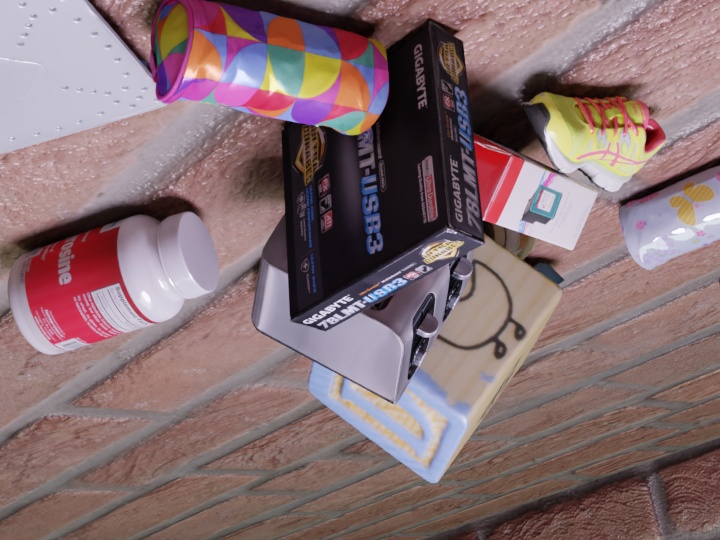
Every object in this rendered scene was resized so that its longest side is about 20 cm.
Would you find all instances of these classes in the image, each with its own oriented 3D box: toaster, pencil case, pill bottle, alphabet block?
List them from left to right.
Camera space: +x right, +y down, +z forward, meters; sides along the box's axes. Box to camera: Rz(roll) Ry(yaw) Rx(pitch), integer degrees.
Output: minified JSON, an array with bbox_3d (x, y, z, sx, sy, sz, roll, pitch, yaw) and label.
[{"bbox_3d":[-0.252,0.009,1.194,0.198,0.114,0.112,-17,158,16],"label":"pill bottle"},{"bbox_3d":[-0.069,-0.156,0.908,0.198,0.089,0.088,8,152,-36],"label":"pencil case"},{"bbox_3d":[0.000,0.000,1.127,0.198,0.181,0.119,27,142,12],"label":"toaster"},{"bbox_3d":[0.078,0.080,1.289,0.200,0.194,0.197,-50,170,-28],"label":"alphabet block"},{"bbox_3d":[0.401,-0.070,1.344,0.199,0.084,0.090,-26,152,33],"label":"pencil case"}]

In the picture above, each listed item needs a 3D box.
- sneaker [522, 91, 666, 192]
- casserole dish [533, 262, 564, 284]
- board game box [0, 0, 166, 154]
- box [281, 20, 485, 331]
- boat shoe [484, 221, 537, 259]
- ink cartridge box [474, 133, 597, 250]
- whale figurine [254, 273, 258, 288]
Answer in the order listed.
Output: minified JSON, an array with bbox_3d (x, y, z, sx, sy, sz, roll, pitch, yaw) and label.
[{"bbox_3d":[0.230,-0.140,1.116,0.090,0.079,0.199,-34,155,29],"label":"sneaker"},{"bbox_3d":[0.182,0.040,1.496,0.121,0.039,0.199,-31,178,42],"label":"casserole dish"},{"bbox_3d":[-0.275,-0.157,0.886,0.198,0.026,0.200,-14,159,10],"label":"board game box"},{"bbox_3d":[0.012,-0.076,0.980,0.049,0.202,0.198,18,146,-37],"label":"box"},{"bbox_3d":[0.148,0.000,1.413,0.068,0.076,0.200,3,156,-22],"label":"boat shoe"},{"bbox_3d":[0.125,-0.088,1.109,0.199,0.116,0.068,14,103,-47],"label":"ink cartridge box"},{"bbox_3d":[-0.049,0.048,1.398,0.157,0.105,0.200,-14,157,8],"label":"whale figurine"}]
